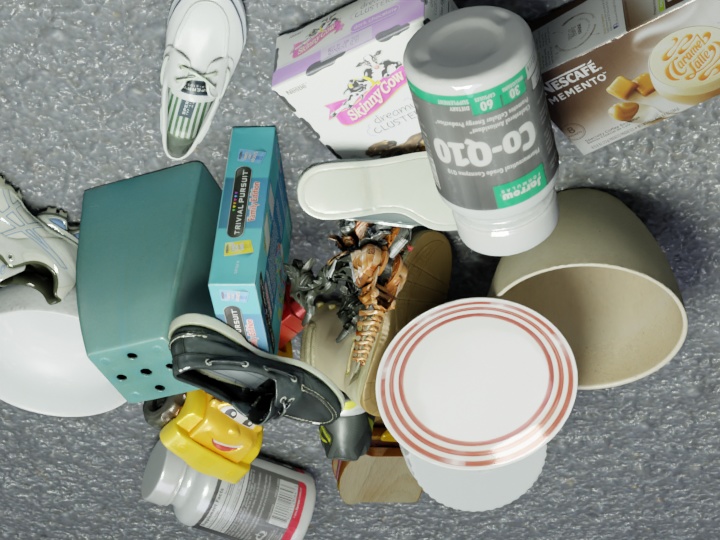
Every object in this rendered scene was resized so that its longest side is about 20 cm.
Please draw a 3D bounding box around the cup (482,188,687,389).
[{"bbox_3d":[0.223,0.003,1.637,0.199,0.144,0.201,3,141,3],"label":"cup"}]

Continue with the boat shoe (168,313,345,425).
[{"bbox_3d":[-0.098,0.112,1.544,0.074,0.066,0.199,-30,129,34],"label":"boat shoe"}]

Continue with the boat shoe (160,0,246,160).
[{"bbox_3d":[-0.147,-0.182,1.509,0.073,0.067,0.201,8,140,-5],"label":"boat shoe"}]

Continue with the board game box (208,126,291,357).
[{"bbox_3d":[-0.106,-0.016,1.600,0.047,0.201,0.151,0,140,6],"label":"board game box"}]

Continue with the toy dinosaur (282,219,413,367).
[{"bbox_3d":[0.000,0.000,1.607,0.102,0.200,0.136,45,130,-14],"label":"toy dinosaur"}]

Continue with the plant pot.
[{"bbox_3d":[-0.205,0.023,1.657,0.141,0.201,0.141,-12,138,21],"label":"plant pot"}]

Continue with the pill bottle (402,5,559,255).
[{"bbox_3d":[0.111,-0.117,1.413,0.112,0.113,0.201,-7,132,14],"label":"pill bottle"}]

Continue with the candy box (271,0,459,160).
[{"bbox_3d":[0.042,-0.161,1.511,0.167,0.072,0.200,-21,135,28],"label":"candy box"}]

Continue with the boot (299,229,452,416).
[{"bbox_3d":[0.012,0.041,1.744,0.073,0.201,0.155,18,-178,-34],"label":"boot"}]

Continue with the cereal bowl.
[{"bbox_3d":[-0.338,0.074,1.824,0.199,0.084,0.201,2,141,2],"label":"cereal bowl"}]

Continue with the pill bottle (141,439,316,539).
[{"bbox_3d":[-0.164,0.274,2.027,0.199,0.111,0.111,22,138,-19],"label":"pill bottle"}]

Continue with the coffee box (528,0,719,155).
[{"bbox_3d":[0.252,-0.197,1.441,0.199,0.080,0.114,-23,133,30],"label":"coffee box"}]

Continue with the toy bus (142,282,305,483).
[{"bbox_3d":[-0.127,0.096,1.748,0.192,0.201,0.136,-38,128,22],"label":"toy bus"}]

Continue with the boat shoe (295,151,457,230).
[{"bbox_3d":[0.038,-0.076,1.530,0.199,0.073,0.062,0,-175,-6],"label":"boat shoe"}]

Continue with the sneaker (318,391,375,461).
[{"bbox_3d":[-0.019,0.169,1.848,0.074,0.085,0.200,4,-179,8],"label":"sneaker"}]

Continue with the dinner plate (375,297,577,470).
[{"bbox_3d":[0.114,0.110,1.610,0.199,0.024,0.201,0,120,-1],"label":"dinner plate"}]

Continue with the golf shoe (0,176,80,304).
[{"bbox_3d":[-0.375,-0.036,1.685,0.199,0.098,0.078,26,138,-22],"label":"golf shoe"}]

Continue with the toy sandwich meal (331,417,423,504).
[{"bbox_3d":[0.065,0.234,1.987,0.204,0.071,0.206,3,141,2],"label":"toy sandwich meal"}]

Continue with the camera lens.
[{"bbox_3d":[0.116,0.144,1.754,0.159,0.200,0.161,-1,114,-3],"label":"camera lens"}]
